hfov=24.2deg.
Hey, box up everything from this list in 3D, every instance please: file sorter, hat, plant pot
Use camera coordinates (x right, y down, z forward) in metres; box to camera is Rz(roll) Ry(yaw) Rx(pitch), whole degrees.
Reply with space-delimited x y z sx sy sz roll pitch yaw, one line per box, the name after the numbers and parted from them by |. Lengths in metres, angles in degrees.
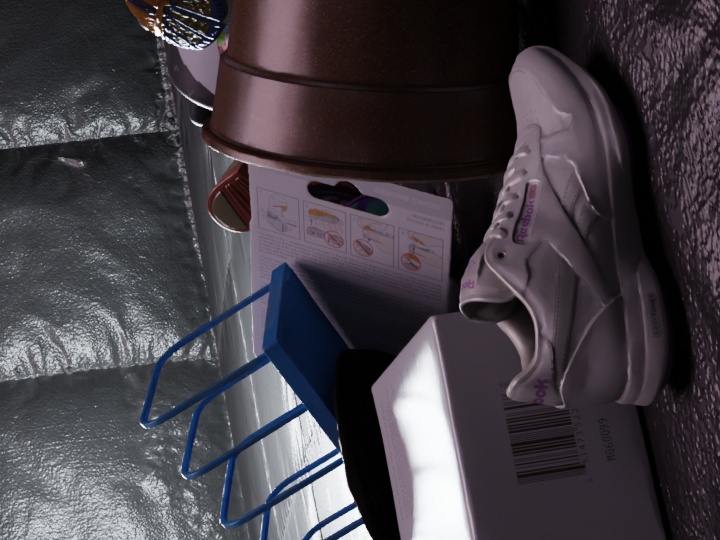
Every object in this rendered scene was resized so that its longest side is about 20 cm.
-0.047 0.126 1.193 0.200 0.123 0.139 54 -167 -18 | file sorter
0.061 0.121 1.132 0.201 0.081 0.201 45 -154 -29 | hat
0.009 -0.171 0.982 0.200 0.200 0.199 -127 38 -69 | plant pot

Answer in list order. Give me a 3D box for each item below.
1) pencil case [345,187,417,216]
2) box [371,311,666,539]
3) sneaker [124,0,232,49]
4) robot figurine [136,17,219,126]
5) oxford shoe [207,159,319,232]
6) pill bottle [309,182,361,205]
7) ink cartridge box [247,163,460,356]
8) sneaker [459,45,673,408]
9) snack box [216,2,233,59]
0.020 0.034 1.326 0.093 0.085 0.200 -105 13 -49 | pencil case
0.085 0.113 0.974 0.200 0.106 0.153 121 139 -73 | box
-0.095 -0.215 1.050 0.088 0.075 0.200 -62 2 -27 | sneaker
-0.098 -0.209 1.398 0.125 0.150 0.200 -120 30 -42 | robot figurine
-0.052 -0.111 1.452 0.071 0.200 0.074 48 -148 -22 | oxford shoe
-0.036 -0.021 1.508 0.200 0.114 0.114 -115 20 -58 | pill bottle
0.000 0.000 1.221 0.057 0.162 0.200 -51 -29 -49 | ink cartridge box
0.093 -0.025 0.850 0.075 0.099 0.200 100 161 -65 | sneaker
-0.031 -0.237 1.143 0.068 0.169 0.200 1 108 41 | snack box
